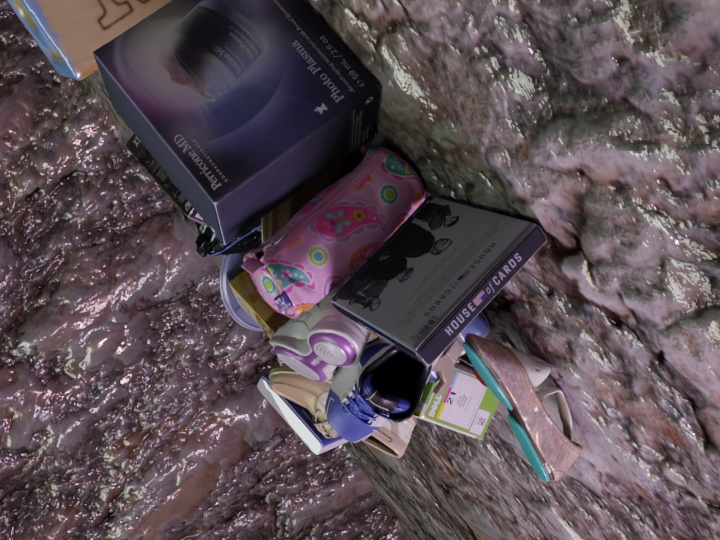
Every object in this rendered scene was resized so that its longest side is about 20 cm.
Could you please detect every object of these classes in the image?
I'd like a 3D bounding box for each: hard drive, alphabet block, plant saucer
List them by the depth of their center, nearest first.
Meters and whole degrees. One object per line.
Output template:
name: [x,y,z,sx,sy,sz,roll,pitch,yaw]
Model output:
plant saucer: [-0.055,-0.071,1.121,0.029,0.200,0.200,10,150,20]
alphabet block: [-0.328,-0.368,1.210,0.197,0.200,0.195,59,167,-25]
hard drive: [-0.029,0.173,1.382,0.132,0.200,0.025,45,125,25]

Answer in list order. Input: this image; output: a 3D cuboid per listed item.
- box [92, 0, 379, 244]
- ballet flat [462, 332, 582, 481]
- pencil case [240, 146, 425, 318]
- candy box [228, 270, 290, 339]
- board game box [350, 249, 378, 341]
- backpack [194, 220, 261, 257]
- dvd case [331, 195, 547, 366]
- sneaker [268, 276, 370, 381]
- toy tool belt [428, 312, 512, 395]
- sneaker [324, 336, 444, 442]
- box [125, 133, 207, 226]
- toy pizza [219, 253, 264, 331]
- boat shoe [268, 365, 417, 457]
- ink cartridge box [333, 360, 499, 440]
box: [-0.119,-0.171,0.985,0.200,0.198,0.123,50,168,12]
ballet flat: [0.176,0.131,1.051,0.200,0.067,0.068,59,173,-23]
pencil case: [-0.027,-0.040,1.008,0.087,0.200,0.087,44,163,17]
candy box: [-0.080,0.052,1.377,0.200,0.117,0.057,42,162,40]
board game box: [0.000,0.000,1.176,0.034,0.135,0.200,19,153,25]
backpack: [-0.126,-0.130,1.247,0.200,0.134,0.183,-29,75,38]
dvd case: [0.063,0.002,0.907,0.025,0.150,0.200,48,171,-24]
sneaker: [-0.031,0.063,1.082,0.075,0.100,0.200,39,155,-15]
toy tool belt: [0.076,0.074,1.129,0.200,0.123,0.125,54,168,-7]
sneaker: [0.017,0.119,1.037,0.080,0.115,0.200,38,124,-2]
box: [-0.168,-0.175,1.161,0.158,0.200,0.050,44,-168,34]
toy pizza: [-0.130,-0.007,1.486,0.032,0.200,0.200,24,151,45]
boat shoe: [-0.030,0.180,1.275,0.199,0.065,0.072,21,155,4]
ink cartridge box: [0.057,0.129,1.250,0.200,0.076,0.148,24,-178,-27]
